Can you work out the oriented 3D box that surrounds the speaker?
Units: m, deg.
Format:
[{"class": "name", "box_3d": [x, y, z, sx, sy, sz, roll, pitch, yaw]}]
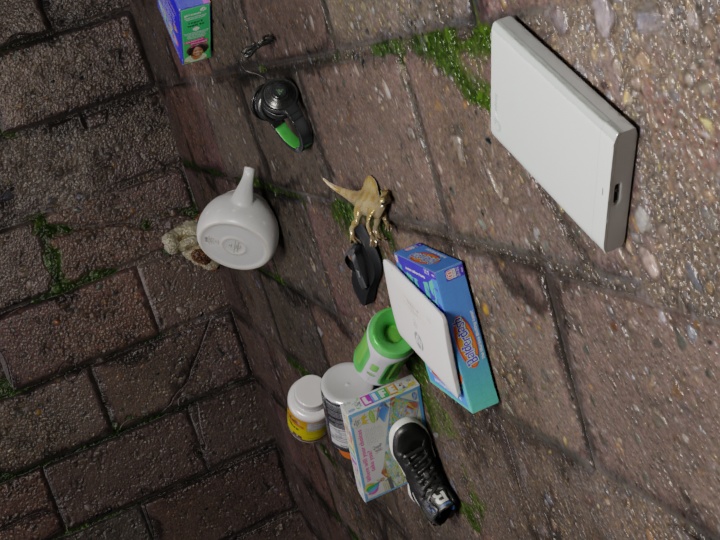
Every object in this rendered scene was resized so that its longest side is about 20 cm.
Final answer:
[{"class": "speaker", "box_3d": [0.039, 0.122, 1.708, 0.200, 0.087, 0.089, 112, 135, -69]}]

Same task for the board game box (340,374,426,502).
[{"class": "board game box", "box_3d": [0.046, 0.283, 1.812, 0.034, 0.133, 0.202, -131, 25, -51]}]

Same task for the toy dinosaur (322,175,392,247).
[{"class": "toy dinosaur", "box_3d": [0.010, -0.093, 1.631, 0.199, 0.057, 0.103, 19, 114, 62]}]

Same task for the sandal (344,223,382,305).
[{"class": "sandal", "box_3d": [0.000, 0.001, 1.777, 0.201, 0.042, 0.077, 92, 153, -56]}]

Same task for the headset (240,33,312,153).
[{"class": "headset", "box_3d": [-0.138, -0.302, 1.868, 0.201, 0.094, 0.123, 57, 164, -12]}]

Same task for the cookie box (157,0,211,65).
[{"class": "cookie box", "box_3d": [-0.384, -0.576, 2.338, 0.200, 0.074, 0.173, 105, 142, -67]}]

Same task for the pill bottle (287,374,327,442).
[{"class": "pill bottle", "box_3d": [-0.116, 0.315, 2.495, 0.201, 0.108, 0.110, 98, 148, -61]}]

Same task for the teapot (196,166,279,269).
[{"class": "teapot", "box_3d": [-0.263, -0.106, 2.397, 0.197, 0.198, 0.147, 44, -137, -34]}]

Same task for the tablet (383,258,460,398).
[{"class": "tablet", "box_3d": [0.081, 0.076, 1.468, 0.200, 0.013, 0.132, -132, 25, -59]}]

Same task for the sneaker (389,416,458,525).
[{"class": "sneaker", "box_3d": [0.114, 0.339, 1.785, 0.112, 0.072, 0.202, 45, 160, 51]}]

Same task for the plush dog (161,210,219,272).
[{"class": "plush dog", "box_3d": [-0.497, -0.074, 3.375, 0.172, 0.160, 0.200, 49, -172, 18]}]

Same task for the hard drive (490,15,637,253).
[{"class": "hard drive", "box_3d": [0.180, -0.127, 0.988, 0.133, 0.026, 0.201, 84, 159, -44]}]

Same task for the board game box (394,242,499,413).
[{"class": "board game box", "box_3d": [0.114, 0.075, 1.458, 0.152, 0.044, 0.203, -151, 42, -69]}]

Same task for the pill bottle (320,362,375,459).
[{"class": "pill bottle", "box_3d": [-0.018, 0.281, 2.099, 0.202, 0.105, 0.107, 84, 159, -44]}]
